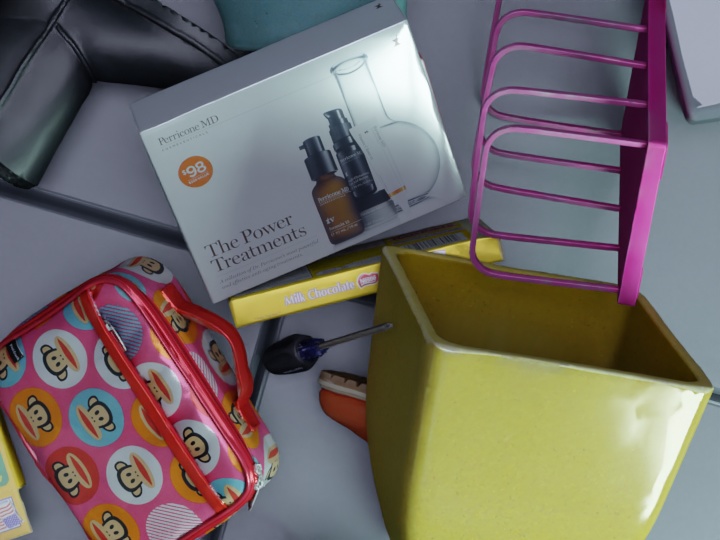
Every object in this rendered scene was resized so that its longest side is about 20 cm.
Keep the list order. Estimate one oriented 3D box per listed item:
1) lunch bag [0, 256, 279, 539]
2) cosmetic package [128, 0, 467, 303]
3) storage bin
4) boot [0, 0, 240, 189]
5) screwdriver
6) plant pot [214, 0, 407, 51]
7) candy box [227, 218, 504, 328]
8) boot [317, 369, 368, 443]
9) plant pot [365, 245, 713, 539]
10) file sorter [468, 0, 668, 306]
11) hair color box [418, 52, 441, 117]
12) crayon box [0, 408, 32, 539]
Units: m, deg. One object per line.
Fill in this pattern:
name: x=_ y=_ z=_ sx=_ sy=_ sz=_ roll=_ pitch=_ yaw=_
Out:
lunch bag: x=-0.152 y=0.097 z=1.620 sx=0.176 sy=0.082 sz=0.201 roll=-33 pitch=92 yaw=24
cosmetic package: x=-0.042 y=-0.083 z=1.581 sx=0.199 sy=0.052 sz=0.151 roll=-23 pitch=121 yaw=-2
storage bin: x=0.286 y=-0.198 z=1.661 sx=0.133 sy=0.146 sz=0.201 roll=-15 pitch=90 yaw=6
boot: x=-0.202 y=-0.129 z=1.653 sx=0.199 sy=0.076 sz=0.169 roll=30 pitch=88 yaw=-2
screwdriver: x=-0.019 y=0.054 z=1.607 sx=0.029 sy=0.200 sz=0.028 roll=41 pitch=66 yaw=-19
plant pot: x=-0.040 y=-0.258 z=1.617 sx=0.199 sy=0.200 sz=0.189 roll=-8 pitch=104 yaw=-4
candy box: x=0.000 y=0.000 z=1.650 sx=0.199 sy=0.102 sz=0.027 roll=-14 pitch=97 yaw=-3
boot: x=0.041 y=0.151 z=1.667 sx=0.199 sy=0.075 sz=0.108 roll=31 pitch=92 yaw=-4
plant pot: x=0.099 y=0.120 z=1.549 sx=0.194 sy=0.194 sz=0.201 roll=10 pitch=108 yaw=-13
file sorter: x=0.144 y=-0.099 z=1.596 sx=0.125 sy=0.201 sz=0.140 roll=7 pitch=129 yaw=1
hair color box: x=-0.039 y=-0.084 z=1.648 sx=0.199 sy=0.064 sz=0.111 roll=-22 pitch=122 yaw=-5
crayon box: x=-0.326 y=0.114 z=1.654 sx=0.125 sy=0.052 sz=0.201 roll=-18 pitch=89 yaw=-3
